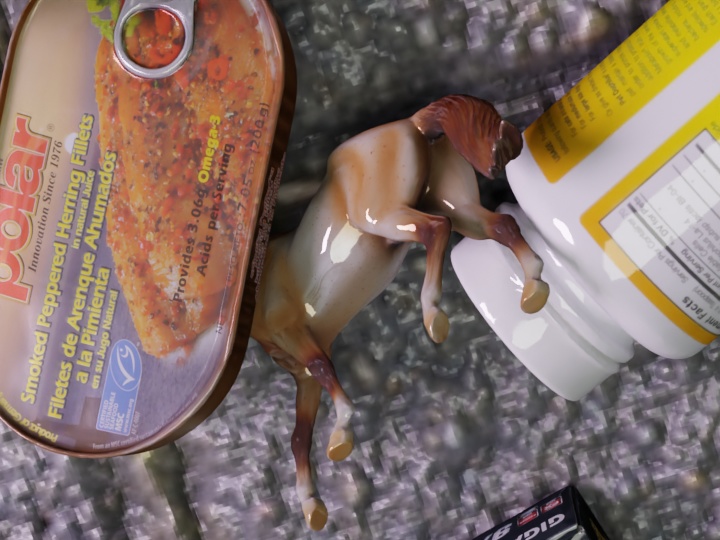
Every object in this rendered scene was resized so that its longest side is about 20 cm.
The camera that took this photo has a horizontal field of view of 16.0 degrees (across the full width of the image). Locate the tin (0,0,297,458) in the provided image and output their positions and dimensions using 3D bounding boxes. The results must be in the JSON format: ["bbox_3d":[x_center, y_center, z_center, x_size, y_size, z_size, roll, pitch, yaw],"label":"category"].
[{"bbox_3d":[-0.089,-0.028,0.982,0.111,0.042,0.201,11,86,9],"label":"tin"}]

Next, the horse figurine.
[{"bbox_3d":[0.000,0.000,0.979,0.050,0.133,0.200,19,124,-38],"label":"horse figurine"}]

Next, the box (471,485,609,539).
[{"bbox_3d":[0.074,0.213,1.098,0.158,0.046,0.201,-30,107,10],"label":"box"}]

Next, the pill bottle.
[{"bbox_3d":[0.132,-0.043,0.978,0.200,0.109,0.109,-41,104,13],"label":"pill bottle"}]
